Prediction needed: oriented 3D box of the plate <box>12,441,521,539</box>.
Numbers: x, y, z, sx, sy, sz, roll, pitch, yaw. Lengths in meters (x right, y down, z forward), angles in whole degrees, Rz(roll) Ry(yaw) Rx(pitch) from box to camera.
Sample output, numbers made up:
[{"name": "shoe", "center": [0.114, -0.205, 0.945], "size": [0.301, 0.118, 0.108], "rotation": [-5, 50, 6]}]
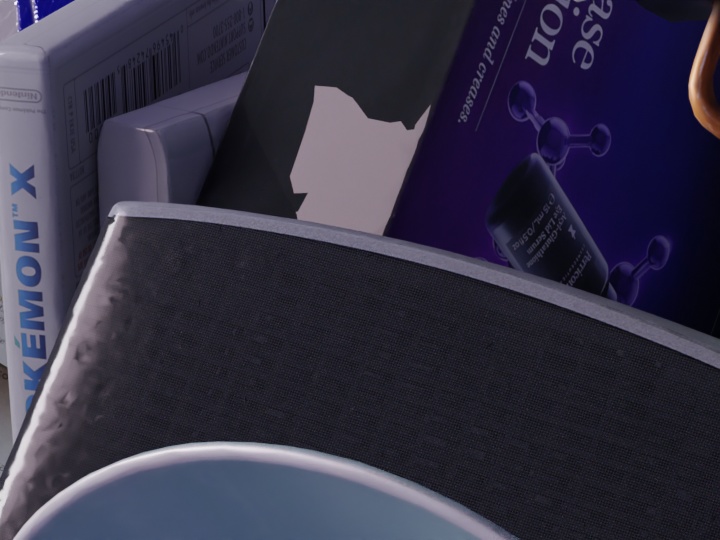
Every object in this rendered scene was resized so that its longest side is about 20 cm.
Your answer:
[{"name": "plate", "center": [0.008, 0.117, 0.570], "size": [0.026, 0.200, 0.200], "rotation": [-40, -12, -46]}]

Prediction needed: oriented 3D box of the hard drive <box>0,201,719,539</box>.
[{"name": "hard drive", "center": [0.012, 0.058, 0.629], "size": [0.136, 0.199, 0.042], "rotation": [-68, -21, -14]}]

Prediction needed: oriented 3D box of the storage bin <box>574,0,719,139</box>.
[{"name": "storage bin", "center": [0.131, -0.070, 0.471], "size": [0.200, 0.134, 0.146], "rotation": [-169, 103, -80]}]

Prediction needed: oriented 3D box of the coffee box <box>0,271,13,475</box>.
[{"name": "coffee box", "center": [-0.117, 0.054, 0.876], "size": [0.114, 0.080, 0.201], "rotation": [-43, 17, 49]}]

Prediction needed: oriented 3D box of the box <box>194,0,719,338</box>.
[{"name": "box", "center": [0.041, -0.025, 0.759], "size": [0.079, 0.141, 0.201], "rotation": [9, 73, 44]}]

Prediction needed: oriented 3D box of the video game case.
[{"name": "video game case", "center": [-0.049, -0.002, 0.830], "size": [0.200, 0.022, 0.183], "rotation": [-44, -44, -61]}]

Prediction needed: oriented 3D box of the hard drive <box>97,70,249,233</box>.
[{"name": "hard drive", "center": [0.000, 0.000, 0.823], "size": [0.200, 0.027, 0.133], "rotation": [-25, -61, -51]}]
